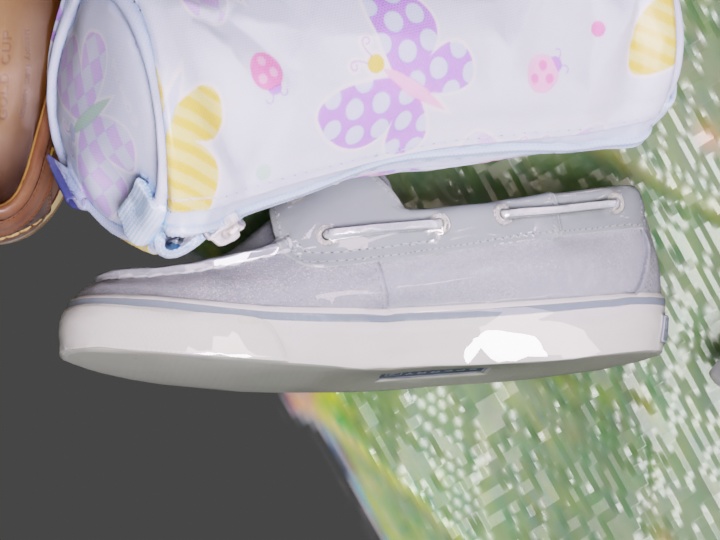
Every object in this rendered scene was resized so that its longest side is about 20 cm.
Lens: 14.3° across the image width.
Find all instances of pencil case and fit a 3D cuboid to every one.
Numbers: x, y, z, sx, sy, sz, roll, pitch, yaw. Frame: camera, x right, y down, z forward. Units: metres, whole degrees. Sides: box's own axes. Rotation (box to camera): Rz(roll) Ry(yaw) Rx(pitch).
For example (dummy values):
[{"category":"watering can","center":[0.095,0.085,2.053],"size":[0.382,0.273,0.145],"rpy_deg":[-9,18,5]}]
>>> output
[{"category":"pencil case","center":[0.003,-0.064,0.883],"size":[0.199,0.083,0.091],"rpy_deg":[-14,56,-30]}]

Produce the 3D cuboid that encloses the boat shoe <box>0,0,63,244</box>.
[{"category":"boat shoe","center":[-0.113,-0.108,0.895],"size":[0.071,0.068,0.202],"rpy_deg":[-1,93,-11]}]

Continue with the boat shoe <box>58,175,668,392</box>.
[{"category":"boat shoe","center":[0.001,0.000,0.928],"size":[0.199,0.070,0.072],"rpy_deg":[-2,80,-13]}]

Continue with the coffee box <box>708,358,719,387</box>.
[{"category":"coffee box","center":[0.268,0.038,0.893],"size":[0.199,0.198,0.200],"rpy_deg":[40,91,-17]}]
